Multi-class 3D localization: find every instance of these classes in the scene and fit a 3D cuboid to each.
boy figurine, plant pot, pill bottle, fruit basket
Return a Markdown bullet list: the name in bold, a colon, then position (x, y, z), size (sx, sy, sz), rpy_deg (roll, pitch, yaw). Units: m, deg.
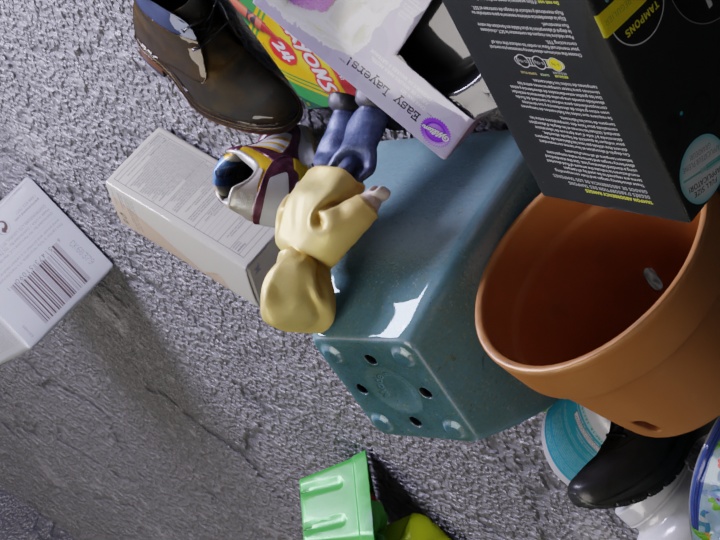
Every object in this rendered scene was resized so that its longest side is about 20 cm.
- **boy figurine**: position (-0.021, -0.045, 1.328), size (0.064, 0.201, 0.124), rpy_deg (28, 162, -32)
- **plant pot**: position (0.203, 0.028, 1.233), size (0.140, 0.200, 0.200), rpy_deg (43, 160, -31)
- **pill bottle**: position (0.223, 0.133, 1.467), size (0.111, 0.111, 0.200), rpy_deg (40, 156, 6)
- **fruit basket**: position (0.033, 0.335, 2.128), size (0.215, 0.156, 0.216), rpy_deg (-4, 145, -3)
- **plant pot**: position (0.074, 0.027, 1.375), size (0.195, 0.200, 0.197), rpy_deg (0, 134, 47)
- **pill bottle**: position (0.328, 0.257, 1.513), size (0.200, 0.112, 0.112), rpy_deg (42, 157, 1)

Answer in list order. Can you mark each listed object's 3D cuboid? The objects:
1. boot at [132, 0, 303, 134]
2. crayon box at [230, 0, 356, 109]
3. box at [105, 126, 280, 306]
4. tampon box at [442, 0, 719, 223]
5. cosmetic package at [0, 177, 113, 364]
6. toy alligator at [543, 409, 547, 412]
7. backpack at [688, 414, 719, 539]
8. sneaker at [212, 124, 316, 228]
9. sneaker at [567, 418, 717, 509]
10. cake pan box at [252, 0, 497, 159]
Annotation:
- **boot**: position (-0.138, -0.197, 1.513), size (0.200, 0.075, 0.097), rpy_deg (33, 158, 26)
- **crayon box**: position (-0.010, -0.197, 1.343), size (0.127, 0.051, 0.200), rpy_deg (53, 154, -22)
- **box**: position (-0.158, -0.057, 1.763), size (0.200, 0.095, 0.078), rpy_deg (32, 156, 26)
- **tampon box**: position (0.160, -0.156, 1.020), size (0.126, 0.150, 0.200), rpy_deg (15, 145, 48)
- **cosmetic package**: position (-0.464, 0.005, 2.256), size (0.165, 0.165, 0.200), rpy_deg (47, 155, -11)
- **toy alligator**: position (0.120, 0.064, 1.591), size (0.200, 0.059, 0.054), rpy_deg (45, -162, 31)
- **backpack**: position (0.330, 0.147, 1.235), size (0.147, 0.183, 0.200), rpy_deg (30, 150, 25)
- **sneaker**: position (-0.090, -0.094, 1.518), size (0.090, 0.075, 0.200), rpy_deg (9, -164, -15)
- **sneaker**: position (0.229, 0.109, 1.320), size (0.091, 0.200, 0.076), rpy_deg (57, 157, -11)
- **cake pan box**: position (0.040, -0.198, 1.196), size (0.200, 0.052, 0.184), rpy_deg (40, 139, 2)
